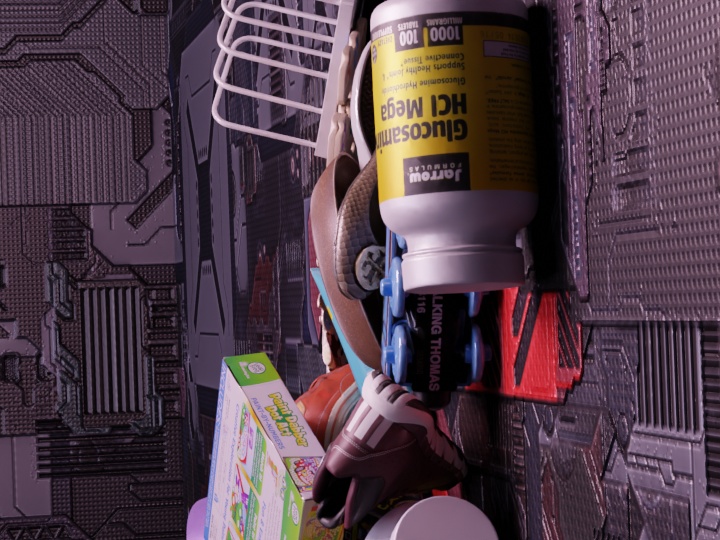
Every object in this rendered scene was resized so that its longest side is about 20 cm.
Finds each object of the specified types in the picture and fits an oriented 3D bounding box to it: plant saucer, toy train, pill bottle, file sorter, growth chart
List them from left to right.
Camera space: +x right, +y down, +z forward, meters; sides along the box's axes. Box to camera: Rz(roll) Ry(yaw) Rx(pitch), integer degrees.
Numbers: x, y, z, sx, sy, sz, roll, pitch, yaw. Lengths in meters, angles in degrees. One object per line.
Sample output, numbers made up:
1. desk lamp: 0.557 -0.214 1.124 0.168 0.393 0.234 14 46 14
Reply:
1. file sorter: -0.065 -0.234 1.955 0.200 0.124 0.139 101 -178 -49
2. growth chart: -0.019 0.046 1.985 0.145 0.018 0.201 -19 -72 -77
3. plant saucer: 0.000 0.000 1.764 0.200 0.034 0.201 -16 -90 -76
4. pill bottle: 0.047 0.242 1.599 0.200 0.112 0.112 112 154 -63
5. toy train: 0.055 0.004 1.601 0.114 0.086 0.201 -112 22 -74
6. pill bottle: 0.067 -0.087 1.446 0.112 0.112 0.201 152 115 -77

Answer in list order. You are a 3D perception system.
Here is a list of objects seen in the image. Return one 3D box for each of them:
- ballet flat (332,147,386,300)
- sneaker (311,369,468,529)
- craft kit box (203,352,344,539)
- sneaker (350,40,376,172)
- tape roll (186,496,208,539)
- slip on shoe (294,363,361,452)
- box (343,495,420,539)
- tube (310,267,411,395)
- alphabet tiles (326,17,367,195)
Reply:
1. ballet flat: 0.029 -0.068 1.668 0.067 0.046 0.201 48 -124 -49
2. sneaker: 0.012 0.157 1.608 0.076 0.116 0.200 34 171 27
3. craft kit box: -0.074 0.205 1.736 0.198 0.048 0.201 -121 32 -50
4. sneaker: 0.023 -0.098 1.757 0.085 0.073 0.201 172 95 -76
5. tape roll: -0.096 0.317 2.151 0.200 0.085 0.200 59 -162 -32
6. slip on shoe: -0.016 0.114 1.885 0.200 0.061 0.074 -40 -39 -68
7. box: -0.009 0.272 1.811 0.160 0.044 0.201 21 121 30
8. tube: 0.014 0.065 1.847 0.200 0.077 0.050 -108 28 -43
9. alphabet tiles: -0.009 -0.122 1.894 0.200 0.015 0.196 -69 -16 -64
